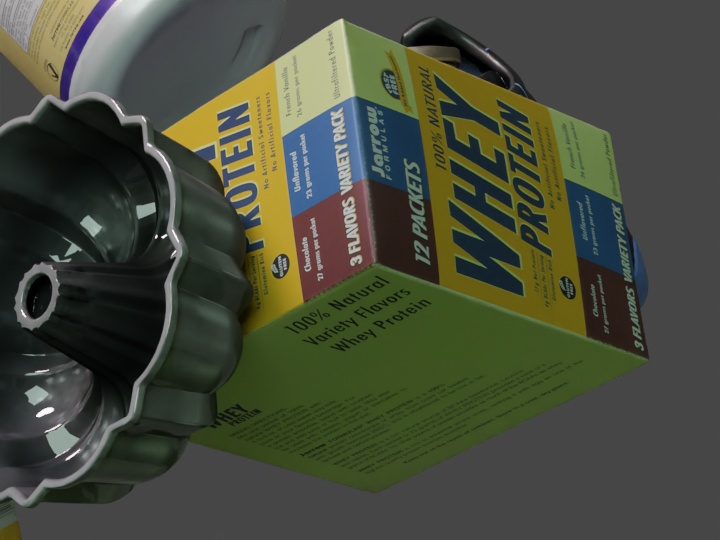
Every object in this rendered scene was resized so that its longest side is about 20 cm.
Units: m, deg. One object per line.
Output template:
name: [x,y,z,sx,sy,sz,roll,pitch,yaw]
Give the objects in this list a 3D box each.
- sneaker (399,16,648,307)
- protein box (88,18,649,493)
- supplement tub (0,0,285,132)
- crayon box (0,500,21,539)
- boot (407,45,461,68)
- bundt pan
sneaker: [0.082,-0.055,1.574,0.070,0.078,0.200,-37,64,-8]
protein box: [0.000,0.000,1.455,0.198,0.200,0.135,-29,57,36]
supplement tub: [-0.154,-0.176,1.632,0.145,0.145,0.200,-41,64,-9]
crayon box: [-0.220,0.194,1.436,0.058,0.119,0.200,4,108,39]
boot: [-0.011,-0.062,1.563,0.200,0.074,0.076,-30,65,45]
bundt pan: [-0.126,0.021,1.372,0.202,0.076,0.202,-19,63,41]
